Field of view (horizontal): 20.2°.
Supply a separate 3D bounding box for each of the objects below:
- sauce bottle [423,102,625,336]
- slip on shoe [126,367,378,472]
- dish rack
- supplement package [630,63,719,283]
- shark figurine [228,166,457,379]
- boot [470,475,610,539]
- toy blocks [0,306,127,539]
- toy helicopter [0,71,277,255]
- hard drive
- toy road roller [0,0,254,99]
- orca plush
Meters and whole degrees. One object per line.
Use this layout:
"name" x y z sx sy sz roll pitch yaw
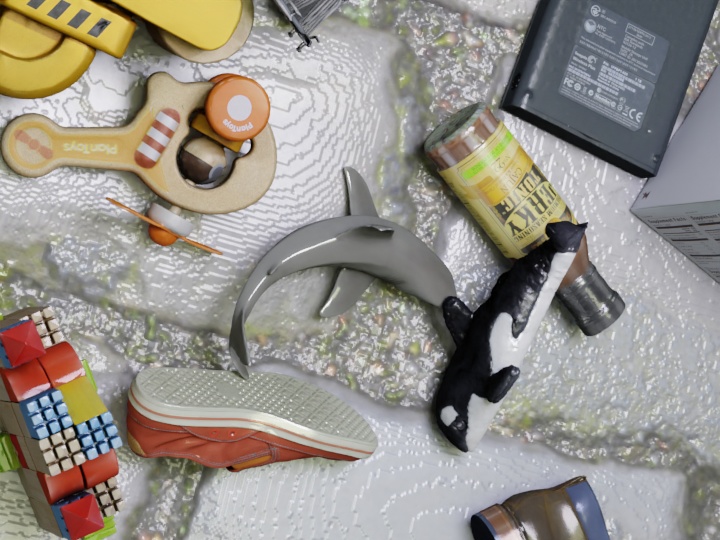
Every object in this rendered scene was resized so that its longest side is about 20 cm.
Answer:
"sauce bottle" 0.132 -0.037 1.562 0.065 0.065 0.200 -45 104 -16
"slip on shoe" -0.081 0.115 1.482 0.199 0.074 0.061 8 120 -27
"dish rack" -0.067 -0.229 1.424 0.054 0.200 0.154 -38 103 4
"supplement package" 0.355 -0.053 1.603 0.200 0.151 0.152 37 77 -16
"shark figurine" -0.018 -0.008 1.480 0.213 0.089 0.129 -18 92 -32
"boot" 0.169 0.258 1.564 0.096 0.075 0.201 -26 96 -17
"toy blocks" -0.210 0.104 1.387 0.099 0.137 0.201 -22 97 -20
"toy helicopter" -0.159 -0.077 1.458 0.198 0.079 0.133 1 97 -10
"hard drive" 0.207 -0.193 1.612 0.139 0.033 0.201 24 81 -19
"toy road roller" -0.188 -0.175 1.416 0.199 0.123 0.147 25 93 -16
"orca plush" 0.095 0.039 1.518 0.071 0.105 0.201 25 124 -1
